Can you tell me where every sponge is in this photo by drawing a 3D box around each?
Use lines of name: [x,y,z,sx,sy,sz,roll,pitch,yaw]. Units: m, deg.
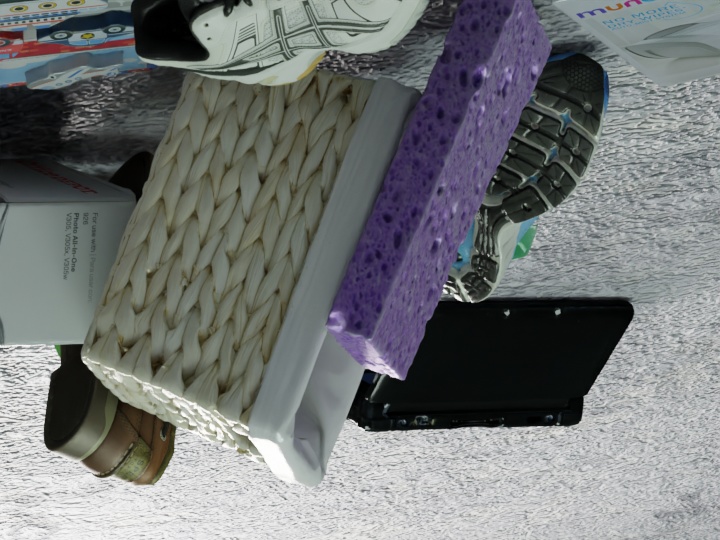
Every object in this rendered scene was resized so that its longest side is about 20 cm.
sponge: [0.041,-0.047,1.520,0.030,0.201,0.112,21,171,14]

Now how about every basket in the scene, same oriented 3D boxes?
basket: [-0.051,-0.007,1.559,0.123,0.201,0.136,19,168,12]

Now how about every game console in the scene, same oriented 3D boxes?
game console: [0.079,0.059,2.270,0.199,0.117,0.176,1,-167,-29]

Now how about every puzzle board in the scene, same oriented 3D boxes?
puzzle board: [-0.199,-0.113,1.464,0.199,0.018,0.151,-8,166,-5]

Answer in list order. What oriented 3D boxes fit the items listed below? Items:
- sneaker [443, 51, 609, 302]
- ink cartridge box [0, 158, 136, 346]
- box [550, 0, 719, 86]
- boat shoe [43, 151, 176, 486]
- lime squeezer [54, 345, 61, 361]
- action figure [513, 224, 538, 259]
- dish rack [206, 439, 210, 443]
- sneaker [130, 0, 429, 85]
sneaker: [0.089,-0.070,1.710,0.078,0.090,0.200,35,141,-1]
ink cartridge box: [-0.237,-0.011,1.596,0.199,0.085,0.146,-1,-169,-26]
box: [0.195,-0.167,1.329,0.199,0.097,0.176,-12,167,19]
boat shoe: [-0.127,0.030,1.672,0.068,0.201,0.072,29,145,-28]
lime squeezer: [-0.221,0.001,1.727,0.199,0.071,0.038,32,161,14]
action figure: [0.000,0.000,1.867,0.199,0.055,0.118,-17,170,-28]
dish rack: [-0.034,-0.002,1.718,0.043,0.201,0.172,36,155,-7]
sneaker: [-0.038,-0.130,1.369,0.087,0.076,0.200,0,163,-31]
